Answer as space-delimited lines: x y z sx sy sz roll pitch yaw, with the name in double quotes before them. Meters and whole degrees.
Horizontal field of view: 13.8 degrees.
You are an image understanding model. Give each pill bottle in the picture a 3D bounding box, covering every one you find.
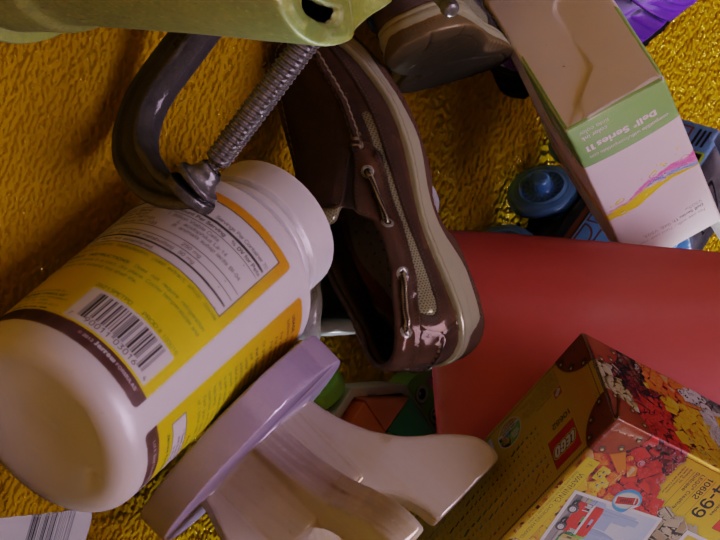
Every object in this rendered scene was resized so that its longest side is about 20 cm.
"pill bottle" -0.100 0.026 1.498 0.200 0.109 0.110 -42 138 -41

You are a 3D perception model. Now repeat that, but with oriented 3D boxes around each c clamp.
"c clamp" -0.051 -0.103 1.438 0.027 0.171 0.200 27 113 -37

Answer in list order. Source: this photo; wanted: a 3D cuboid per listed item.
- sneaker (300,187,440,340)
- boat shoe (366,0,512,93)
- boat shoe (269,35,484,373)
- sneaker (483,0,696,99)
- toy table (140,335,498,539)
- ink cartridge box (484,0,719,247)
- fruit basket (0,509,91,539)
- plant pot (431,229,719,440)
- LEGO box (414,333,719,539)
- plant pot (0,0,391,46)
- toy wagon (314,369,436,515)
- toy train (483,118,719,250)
"sneaker" 0.000 0.000 1.673 0.200 0.086 0.075 -34 130 -49
"boat shoe" 0.039 -0.143 1.653 0.201 0.072 0.066 16 55 -82
"boat shoe" -0.004 -0.040 1.583 0.075 0.075 0.203 -19 77 -42
"sneaker" 0.158 -0.164 1.835 0.200 0.070 0.100 -23 139 -21
"toy table" -0.029 0.122 1.561 0.184 0.117 0.200 -44 175 -8
"ink cartridge box" 0.149 -0.083 1.756 0.067 0.117 0.200 -30 144 2
"fruit basket" -0.223 0.206 1.431 0.200 0.094 0.186 -1 107 -42
"plant pot" 0.135 0.066 1.720 0.200 0.177 0.201 -5 90 -84
"LEGO box" 0.123 0.151 1.621 0.149 0.077 0.200 26 117 -28
"plant pot" -0.076 -0.184 1.361 0.200 0.184 0.201 -34 132 -48
"toy wagon" 0.004 0.125 1.747 0.200 0.039 0.155 -55 130 -28
"toy train" 0.149 -0.021 1.876 0.200 0.114 0.087 -53 143 -32
